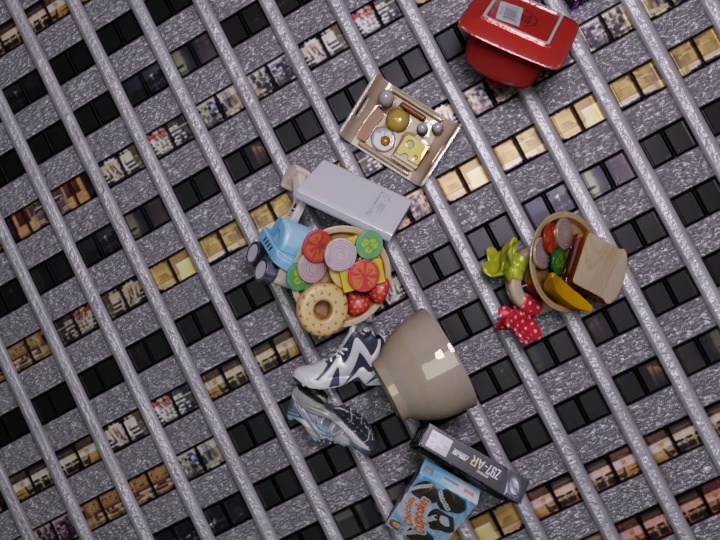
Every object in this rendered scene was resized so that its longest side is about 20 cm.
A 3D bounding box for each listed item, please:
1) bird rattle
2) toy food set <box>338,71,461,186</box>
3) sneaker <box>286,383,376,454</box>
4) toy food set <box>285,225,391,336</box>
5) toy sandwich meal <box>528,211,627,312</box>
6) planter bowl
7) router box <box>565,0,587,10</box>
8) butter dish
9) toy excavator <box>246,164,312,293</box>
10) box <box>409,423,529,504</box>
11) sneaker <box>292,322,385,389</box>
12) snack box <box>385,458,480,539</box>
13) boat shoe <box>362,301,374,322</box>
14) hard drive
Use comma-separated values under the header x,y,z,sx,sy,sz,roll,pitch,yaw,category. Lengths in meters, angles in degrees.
x,y,z,sx,sy,sz,roll,pitch,yaw,category
0.323,0.030,1.173,0.162,0.113,0.202,-20,91,-9,bird rattle
0.077,-0.276,1.219,0.199,0.060,0.144,33,94,7,toy food set
-0.060,0.309,1.242,0.199,0.078,0.087,33,106,13,sneaker
-0.037,0.013,1.149,0.198,0.049,0.200,-15,107,-10,toy food set
0.396,-0.013,1.137,0.203,0.070,0.208,1,87,-28,toy sandwich meal
0.103,0.190,1.135,0.134,0.200,0.202,-29,86,-6,planter bowl
0.417,-0.625,1.177,0.148,0.051,0.201,-30,86,8,router box
0.276,-0.409,1.158,0.198,0.148,0.201,27,52,6,butter dish
-0.135,-0.084,1.214,0.099,0.195,0.201,22,110,-36,toy excavator
0.193,0.354,1.148,0.199,0.160,0.044,29,75,6,box
-0.036,0.157,1.219,0.197,0.079,0.131,-2,96,7,sneaker
0.132,0.448,1.173,0.115,0.037,0.201,27,129,7,snack box
0.000,0.000,1.229,0.067,0.072,0.202,5,98,6,boat shoe
-0.010,-0.138,1.204,0.198,0.132,0.026,25,132,7,hard drive
